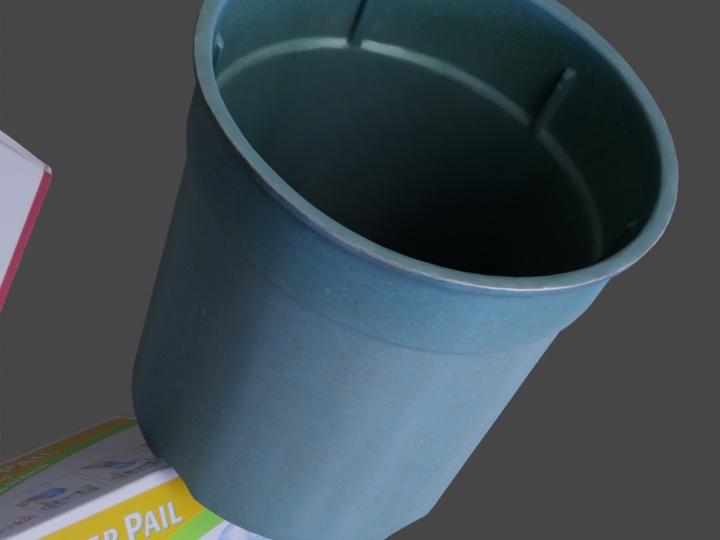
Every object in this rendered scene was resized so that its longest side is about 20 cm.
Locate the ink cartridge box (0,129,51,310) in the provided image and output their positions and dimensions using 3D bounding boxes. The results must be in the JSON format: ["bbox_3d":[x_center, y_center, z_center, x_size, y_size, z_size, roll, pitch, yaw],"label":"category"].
[{"bbox_3d":[-0.226,0.008,0.893,0.083,0.200,0.147,35,67,-42],"label":"ink cartridge box"}]

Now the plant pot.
[{"bbox_3d":[0.000,0.000,1.009,0.200,0.200,0.196,-23,150,-42],"label":"plant pot"}]

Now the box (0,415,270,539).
[{"bbox_3d":[-0.136,0.145,1.048,0.200,0.101,0.113,-22,106,-42],"label":"box"}]
